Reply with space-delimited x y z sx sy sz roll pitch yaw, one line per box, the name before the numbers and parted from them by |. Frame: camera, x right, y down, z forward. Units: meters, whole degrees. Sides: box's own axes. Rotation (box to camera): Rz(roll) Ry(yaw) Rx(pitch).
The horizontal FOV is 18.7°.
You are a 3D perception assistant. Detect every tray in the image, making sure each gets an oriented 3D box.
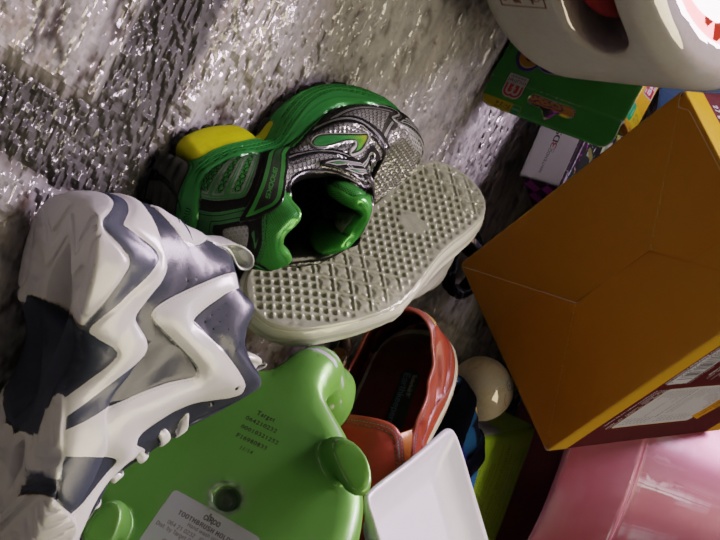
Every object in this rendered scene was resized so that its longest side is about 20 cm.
tray | 0.047 0.194 1.149 0.107 0.022 0.202 -31 106 -57

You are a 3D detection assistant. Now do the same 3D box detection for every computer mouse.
computer mouse | 0.096 0.007 1.437 0.059 0.034 0.200 -64 156 -1

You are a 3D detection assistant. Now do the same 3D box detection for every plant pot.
plant pot | 0.203 0.149 1.523 0.200 0.178 0.202 -161 -90 -84

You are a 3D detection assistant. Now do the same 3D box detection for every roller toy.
roller toy | 0.154 -0.196 1.209 0.199 0.139 0.184 23 81 -45

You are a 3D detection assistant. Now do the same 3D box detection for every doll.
doll | 0.038 0.124 1.285 0.201 0.048 0.137 -57 140 -42

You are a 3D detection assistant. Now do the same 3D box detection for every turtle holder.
turtle holder | -0.070 0.118 1.103 0.132 0.139 0.187 100 -9 -58

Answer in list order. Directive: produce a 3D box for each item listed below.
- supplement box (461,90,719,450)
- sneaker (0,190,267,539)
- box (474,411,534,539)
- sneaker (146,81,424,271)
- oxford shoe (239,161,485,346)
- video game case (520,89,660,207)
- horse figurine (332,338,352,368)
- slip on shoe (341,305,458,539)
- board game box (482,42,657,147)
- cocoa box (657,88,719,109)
supplement box | 0.213 0.001 1.351 0.199 0.134 0.197 -1 150 -49
sneaker | -0.102 0.067 0.990 0.129 0.079 0.201 7 97 -40
box | 0.043 0.157 1.447 0.200 0.047 0.123 1 110 -63
sneaker | -0.021 -0.037 1.090 0.200 0.085 0.079 -29 137 -55
oxford shoe | 0.000 0.000 1.196 0.200 0.075 0.058 -33 165 -50
video game case | 0.172 -0.092 1.480 0.182 0.036 0.200 -66 157 -17
horse figurine | -0.028 0.113 1.261 0.201 0.050 0.133 -55 150 -32
slip on shoe | 0.002 0.106 1.187 0.061 0.073 0.201 70 35 -52
board game box | 0.159 -0.168 1.326 0.201 0.095 0.030 -59 149 -14
cocoa box | 0.286 -0.184 1.471 0.131 0.132 0.202 -21 119 -66
